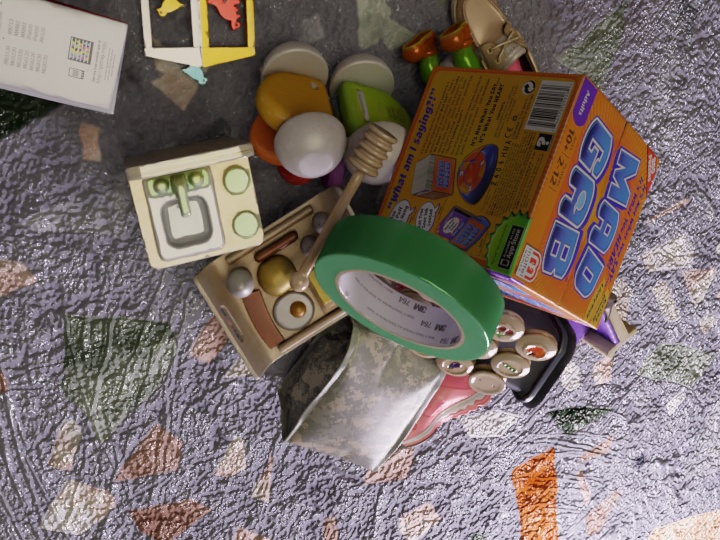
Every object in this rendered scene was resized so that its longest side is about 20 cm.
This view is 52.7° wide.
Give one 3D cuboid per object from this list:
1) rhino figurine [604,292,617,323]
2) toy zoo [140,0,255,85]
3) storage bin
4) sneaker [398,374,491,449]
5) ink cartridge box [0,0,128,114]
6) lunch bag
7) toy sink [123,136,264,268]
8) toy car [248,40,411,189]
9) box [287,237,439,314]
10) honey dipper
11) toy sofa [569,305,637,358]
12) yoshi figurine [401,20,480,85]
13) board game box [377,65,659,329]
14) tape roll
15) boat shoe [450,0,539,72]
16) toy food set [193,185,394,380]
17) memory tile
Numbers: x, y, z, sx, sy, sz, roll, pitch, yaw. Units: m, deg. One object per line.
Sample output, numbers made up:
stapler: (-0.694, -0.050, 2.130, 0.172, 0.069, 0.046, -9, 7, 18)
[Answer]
rhino figurine: (0.307, 0.006, 1.014, 0.087, 0.060, 0.201, -40, 121, -6)
toy zoo: (-0.185, -0.316, 0.823, 0.128, 0.020, 0.205, -7, 111, -19)
storage bin: (0.192, 0.066, 1.005, 0.132, 0.201, 0.147, 23, 113, -17)
sneaker: (0.100, 0.192, 1.094, 0.197, 0.074, 0.088, -27, 102, -15)
ink cartridge box: (-0.322, -0.223, 0.699, 0.172, 0.200, 0.086, 9, 105, -25)
lunch bag: (0.003, 0.153, 0.984, 0.162, 0.119, 0.201, 24, 119, -27)
toy sink: (-0.183, -0.076, 0.800, 0.128, 0.200, 0.115, -15, 105, -16)
toy car: (-0.038, -0.163, 0.873, 0.195, 0.178, 0.151, 3, 142, -22)
box: (0.000, 0.000, 0.937, 0.195, 0.100, 0.098, 2, 102, -10)
honey dipper: (-0.026, -0.064, 0.788, 0.037, 0.038, 0.202, 24, 107, -26)
toy sofa: (0.334, 0.043, 1.116, 0.097, 0.083, 0.201, -38, 117, -6)
yoshi figurine: (0.121, -0.203, 0.939, 0.110, 0.113, 0.203, -26, 118, -2)
board game box: (0.171, -0.082, 0.802, 0.198, 0.198, 0.204, 23, 88, -45)
tape roll: (0.048, 0.022, 0.749, 0.200, 0.199, 0.049, 40, 66, -27)
boat shoe: (0.191, -0.284, 0.954, 0.074, 0.069, 0.201, -42, 117, -3)
toy food set: (-0.074, 0.016, 0.846, 0.197, 0.060, 0.145, -31, 103, 1)
memory tile: (0.124, 0.079, 0.878, 0.197, 0.017, 0.153, 30, 139, -14)
